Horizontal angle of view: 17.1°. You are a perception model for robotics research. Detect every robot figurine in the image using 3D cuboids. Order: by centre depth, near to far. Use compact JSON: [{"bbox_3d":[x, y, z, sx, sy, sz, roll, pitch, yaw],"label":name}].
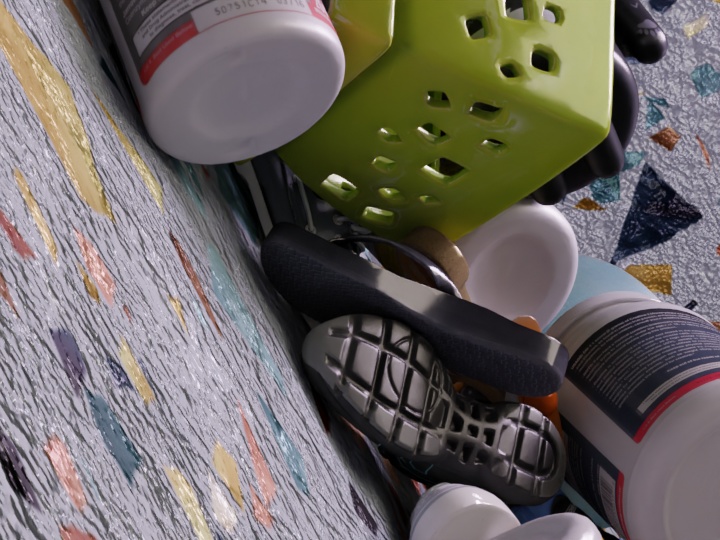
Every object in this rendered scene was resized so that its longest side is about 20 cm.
[{"bbox_3d":[0.112,-0.125,1.581,0.200,0.149,0.126,-111,-147,-55],"label":"robot figurine"}]

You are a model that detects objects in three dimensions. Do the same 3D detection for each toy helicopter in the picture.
[{"bbox_3d":[0.070,0.053,1.493,0.132,0.079,0.201,28,-29,39],"label":"toy helicopter"}]

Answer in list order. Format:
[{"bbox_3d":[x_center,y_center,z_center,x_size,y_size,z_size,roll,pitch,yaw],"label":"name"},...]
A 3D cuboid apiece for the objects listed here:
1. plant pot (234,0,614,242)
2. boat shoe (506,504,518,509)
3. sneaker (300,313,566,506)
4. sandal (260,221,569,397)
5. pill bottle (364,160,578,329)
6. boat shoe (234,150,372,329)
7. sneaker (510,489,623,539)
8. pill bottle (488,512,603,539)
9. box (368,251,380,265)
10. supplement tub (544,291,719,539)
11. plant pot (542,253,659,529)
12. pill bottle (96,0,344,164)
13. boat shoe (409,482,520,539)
[{"bbox_3d":[0.023,-0.150,1.423,0.180,0.199,0.201,17,60,-28],"label":"plant pot"},{"bbox_3d":[0.100,0.180,1.600,0.065,0.072,0.200,28,-13,27],"label":"boat shoe"},{"bbox_3d":[0.031,0.093,1.417,0.199,0.079,0.076,34,57,-32],"label":"sneaker"},{"bbox_3d":[0.031,0.018,1.410,0.199,0.076,0.043,25,64,-16],"label":"sandal"},{"bbox_3d":[0.059,-0.038,1.662,0.113,0.112,0.200,57,-5,-37],"label":"pill bottle"},{"bbox_3d":[-0.027,-0.030,1.479,0.201,0.061,0.073,66,6,20],"label":"boat shoe"},{"bbox_3d":[0.152,0.204,1.531,0.083,0.071,0.200,48,3,37],"label":"sneaker"},{"bbox_3d":[0.119,0.242,1.294,0.201,0.116,0.116,61,7,-7],"label":"pill bottle"},{"bbox_3d":[0.098,0.060,1.896,0.113,0.101,0.201,53,12,-54],"label":"box"},{"bbox_3d":[0.197,0.103,1.510,0.141,0.140,0.200,59,-6,-26],"label":"supplement tub"},{"bbox_3d":[0.121,0.102,1.683,0.134,0.200,0.201,-24,85,-48],"label":"plant pot"},{"bbox_3d":[-0.092,-0.168,1.308,0.201,0.113,0.114,67,8,29],"label":"pill bottle"},{"bbox_3d":[0.061,0.160,1.402,0.069,0.072,0.200,49,2,29],"label":"boat shoe"}]
